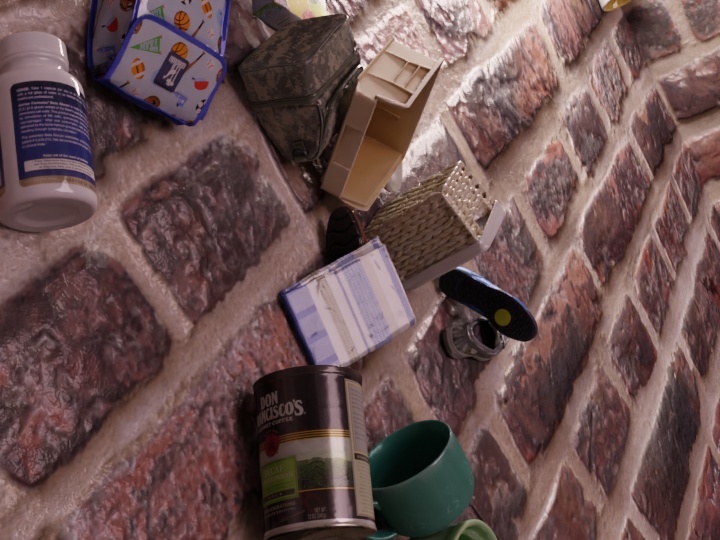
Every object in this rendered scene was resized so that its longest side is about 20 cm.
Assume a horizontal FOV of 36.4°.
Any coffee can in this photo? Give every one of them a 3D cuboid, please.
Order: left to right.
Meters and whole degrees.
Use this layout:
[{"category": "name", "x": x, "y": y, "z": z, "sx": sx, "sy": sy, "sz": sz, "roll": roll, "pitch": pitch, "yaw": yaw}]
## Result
[{"category": "coffee can", "x": -0.059, "y": 0.239, "z": 1.399, "sx": 0.145, "sy": 0.145, "sz": 0.203, "roll": 21, "pitch": 55, "yaw": -49}]

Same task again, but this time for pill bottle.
[{"category": "pill bottle", "x": -0.357, "y": -0.155, "z": 1.215, "sx": 0.110, "sy": 0.110, "sz": 0.203, "roll": 11, "pitch": 64, "yaw": -53}]

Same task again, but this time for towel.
[{"category": "towel", "x": -0.016, "y": 0.055, "z": 1.613, "sx": 0.198, "sy": 0.024, "sz": 0.149, "roll": -29, "pitch": 97, "yaw": -31}]

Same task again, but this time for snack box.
[{"category": "snack box", "x": -0.122, "y": -0.488, "z": 1.802, "sx": 0.141, "sy": 0.052, "sz": 0.203, "roll": 21, "pitch": 55, "yaw": -50}]

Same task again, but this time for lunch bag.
[{"category": "lunch bag", "x": -0.263, "y": -0.309, "z": 1.438, "sx": 0.169, "sy": 0.122, "sz": 0.204, "roll": 24, "pitch": 67, "yaw": -47}, {"category": "lunch bag", "x": -0.076, "y": -0.280, "z": 1.686, "sx": 0.201, "sy": 0.137, "sz": 0.170, "roll": -58, "pitch": 140, "yaw": -49}]

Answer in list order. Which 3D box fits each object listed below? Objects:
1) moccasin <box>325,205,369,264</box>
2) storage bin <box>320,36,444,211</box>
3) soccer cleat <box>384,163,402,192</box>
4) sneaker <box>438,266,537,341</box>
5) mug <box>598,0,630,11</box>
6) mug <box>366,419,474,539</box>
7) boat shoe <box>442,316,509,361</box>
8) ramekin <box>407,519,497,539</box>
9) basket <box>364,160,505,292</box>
[{"category": "moccasin", "x": 0.001, "y": -0.001, "z": 1.694, "sx": 0.204, "sy": 0.073, "sz": 0.078, "roll": 67, "pitch": 21, "yaw": 3}, {"category": "storage bin", "x": 0.030, "y": -0.230, "z": 1.716, "sx": 0.093, "sy": 0.202, "sz": 0.199, "roll": 27, "pitch": 39, "yaw": 5}, {"category": "soccer cleat", "x": 0.046, "y": -0.238, "z": 1.877, "sx": 0.069, "sy": 0.085, "sz": 0.203, "roll": -3, "pitch": 75, "yaw": -56}, {"category": "sneaker", "x": 0.232, "y": 0.053, "z": 1.931, "sx": 0.199, "sy": 0.067, "sz": 0.078, "roll": 33, "pitch": 16, "yaw": 17}, {"category": "mug", "x": 0.740, "y": -0.865, "z": 3.239, "sx": 0.148, "sy": 0.187, "sz": 0.155, "roll": -23, "pitch": 81, "yaw": -25}, {"category": "mug", "x": 0.074, "y": 0.314, "z": 1.573, "sx": 0.115, "sy": 0.183, "sz": 0.152, "roll": 60, "pitch": 10, "yaw": -19}, {"category": "boat shoe", "x": 0.220, "y": 0.118, "z": 1.953, "sx": 0.201, "sy": 0.064, "sz": 0.076, "roll": 5, "pitch": 68, "yaw": -54}, {"category": "ramekin", "x": 0.131, "y": 0.464, "z": 1.575, "sx": 0.199, "sy": 0.096, "sz": 0.204, "roll": 27, "pitch": 58, "yaw": -53}, {"category": "basket", "x": 0.115, "y": -0.072, "z": 1.788, "sx": 0.124, "sy": 0.198, "sz": 0.136, "roll": 53, "pitch": 36, "yaw": -14}]
